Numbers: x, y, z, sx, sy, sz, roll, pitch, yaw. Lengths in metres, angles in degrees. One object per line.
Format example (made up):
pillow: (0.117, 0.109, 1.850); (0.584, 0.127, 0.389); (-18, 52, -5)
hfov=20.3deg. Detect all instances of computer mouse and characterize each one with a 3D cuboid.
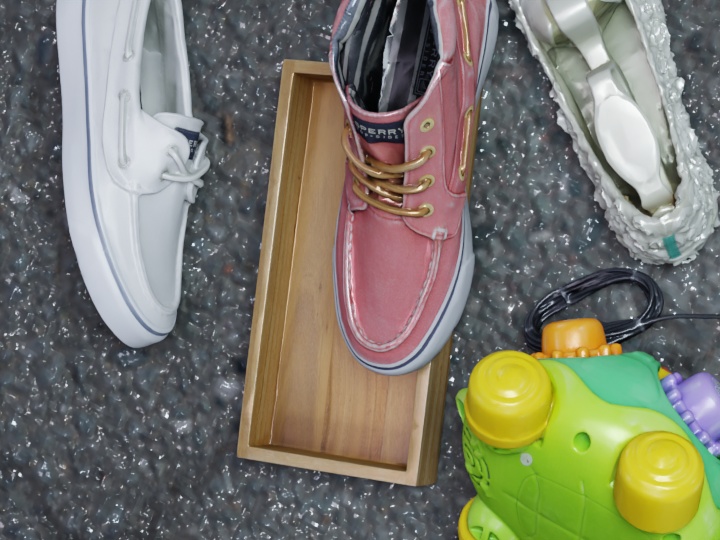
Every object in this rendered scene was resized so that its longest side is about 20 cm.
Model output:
computer mouse: (0.172, 0.029, 0.942); (0.198, 0.034, 0.059); (2, 63, 29)

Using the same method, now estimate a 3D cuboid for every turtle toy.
turtle toy: (0.131, 0.096, 0.906); (0.199, 0.146, 0.101); (27, 55, 20)

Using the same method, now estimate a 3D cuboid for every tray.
tray: (0.000, 0.000, 1.006); (0.098, 0.037, 0.202); (7, 90, 21)

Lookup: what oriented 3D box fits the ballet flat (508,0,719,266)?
ballet flat: (0.117, -0.099, 0.951); (0.071, 0.072, 0.202); (-27, 77, 18)

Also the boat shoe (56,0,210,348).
boat shoe: (-0.112, -0.064, 1.033); (0.065, 0.073, 0.202); (-12, 83, 24)

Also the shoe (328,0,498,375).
shoe: (0.015, -0.052, 0.935); (0.071, 0.091, 0.202); (10, 90, 21)
